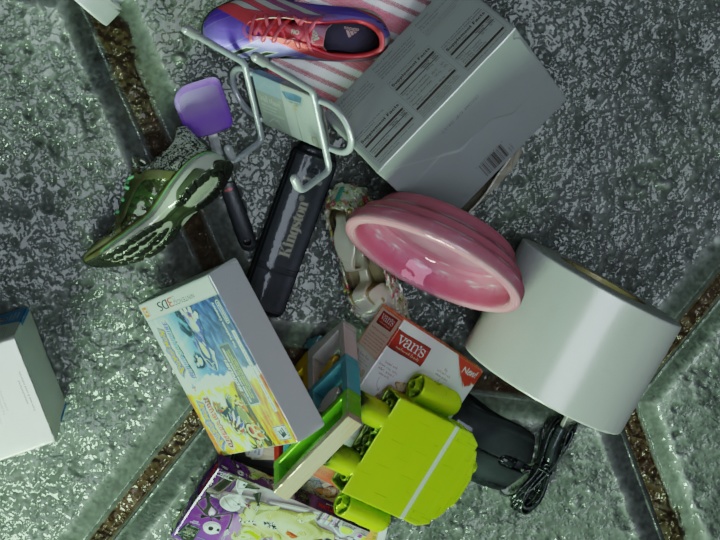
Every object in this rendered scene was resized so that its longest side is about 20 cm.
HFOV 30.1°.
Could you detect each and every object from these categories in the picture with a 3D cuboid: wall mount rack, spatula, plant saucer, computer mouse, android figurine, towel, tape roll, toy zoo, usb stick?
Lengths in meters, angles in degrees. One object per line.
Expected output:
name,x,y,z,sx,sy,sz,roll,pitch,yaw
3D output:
wall mount rack,-0.100,-0.176,1.376,0.074,0.200,0.174,-37,133,-28
spatula,-0.153,-0.114,1.483,0.056,0.021,0.201,-16,105,3
plant saucer,0.083,-0.023,1.398,0.200,0.200,0.051,30,75,-13
computer mouse,0.152,0.204,1.580,0.199,0.053,0.139,24,99,-12
android figurine,0.049,0.205,1.473,0.200,0.041,0.182,27,95,-34
towel,-0.010,-0.261,1.468,0.146,0.030,0.201,22,102,-12
tape roll,0.235,0.071,1.485,0.202,0.203,0.140,27,99,-13
toy zoo,-0.049,0.141,1.468,0.020,0.200,0.131,33,115,-22
usb stick,-0.081,-0.044,1.503,0.055,0.033,0.201,19,99,-11

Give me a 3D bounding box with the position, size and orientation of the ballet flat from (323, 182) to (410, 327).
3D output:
ballet flat,0.000,0.000,1.502,0.075,0.064,0.201,-13,107,25

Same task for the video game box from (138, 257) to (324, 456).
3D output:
video game box,-0.143,0.098,1.441,0.047,0.182,0.201,-31,96,-32

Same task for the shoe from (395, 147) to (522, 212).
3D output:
shoe,0.100,-0.092,1.504,0.200,0.053,0.070,-41,104,5

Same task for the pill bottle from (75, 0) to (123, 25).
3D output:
pill bottle,-0.226,-0.354,1.371,0.113,0.113,0.200,42,94,-14

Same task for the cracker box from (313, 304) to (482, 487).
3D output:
cracker box,0.028,0.156,1.502,0.134,0.058,0.200,33,91,-33

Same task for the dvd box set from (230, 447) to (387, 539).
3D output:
dvd box set,-0.055,0.241,1.572,0.199,0.029,0.147,11,101,-9

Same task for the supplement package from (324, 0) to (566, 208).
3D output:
supplement package,0.091,-0.173,1.421,0.200,0.111,0.156,-45,145,4

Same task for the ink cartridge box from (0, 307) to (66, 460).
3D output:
ink cartridge box,-0.439,0.142,1.448,0.199,0.129,0.126,-19,105,-2

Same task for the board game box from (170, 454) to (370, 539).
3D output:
board game box,-0.103,0.297,1.547,0.199,0.032,0.120,26,121,-18

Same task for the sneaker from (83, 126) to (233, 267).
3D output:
sneaker,-0.232,-0.080,1.468,0.200,0.077,0.089,-39,69,11

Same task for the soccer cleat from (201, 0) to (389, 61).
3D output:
soccer cleat,-0.067,-0.252,1.410,0.199,0.073,0.069,2,106,-7
